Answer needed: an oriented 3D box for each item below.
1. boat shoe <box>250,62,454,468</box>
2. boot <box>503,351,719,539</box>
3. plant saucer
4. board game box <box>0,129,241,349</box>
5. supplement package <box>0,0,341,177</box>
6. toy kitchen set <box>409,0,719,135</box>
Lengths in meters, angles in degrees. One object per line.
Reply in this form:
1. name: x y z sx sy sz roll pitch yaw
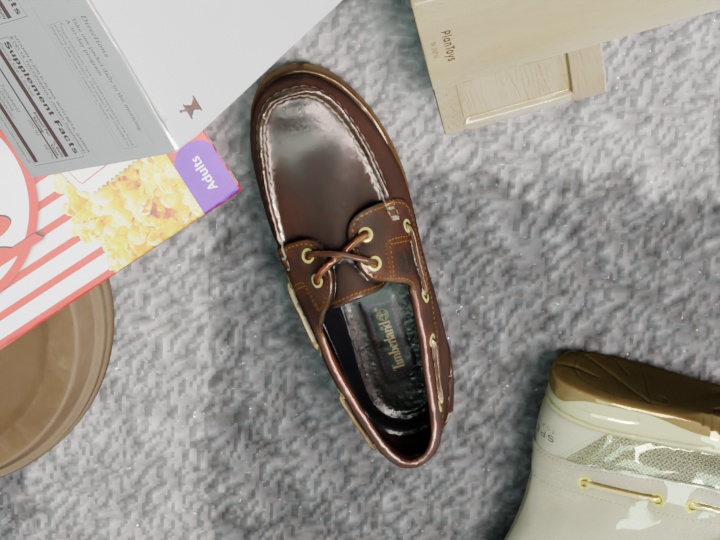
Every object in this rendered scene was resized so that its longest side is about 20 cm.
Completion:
1. boat shoe: 0.000 0.000 0.944 0.070 0.070 0.201 -20 112 10
2. boot: 0.170 0.139 1.005 0.198 0.072 0.156 17 113 -2
3. plant saucer: -0.222 0.025 0.978 0.198 0.030 0.202 0 113 0
4. board game box: -0.178 -0.049 0.908 0.199 0.046 0.152 -34 108 -1
5. supplement package: -0.108 -0.168 0.805 0.110 0.156 0.201 -4 124 48
6. toy kitchen set: 0.084 -0.197 0.855 0.161 0.182 0.200 -14 153 3
